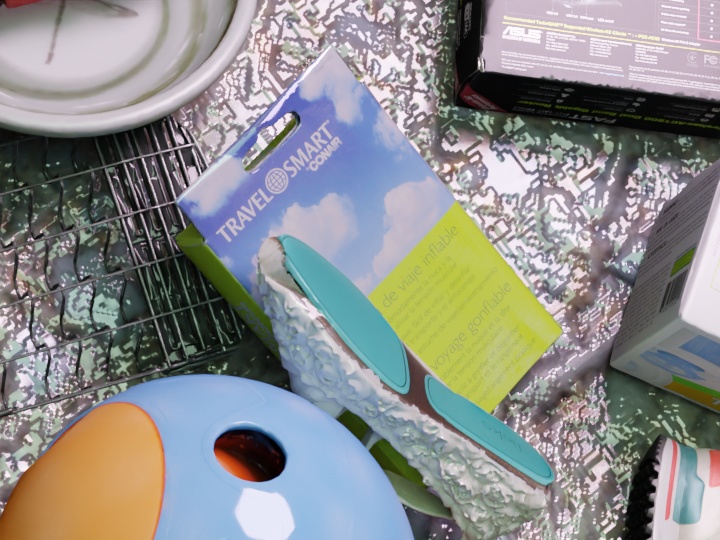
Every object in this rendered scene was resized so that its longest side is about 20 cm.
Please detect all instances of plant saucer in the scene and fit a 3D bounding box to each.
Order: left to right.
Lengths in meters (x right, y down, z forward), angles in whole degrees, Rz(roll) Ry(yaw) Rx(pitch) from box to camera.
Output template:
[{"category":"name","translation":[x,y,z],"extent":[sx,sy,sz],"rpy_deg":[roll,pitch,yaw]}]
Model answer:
[{"category":"plant saucer","translation":[-0.153,-0.142,1.164],"extent":[0.198,0.050,0.201],"rpy_deg":[4,58,-6]}]

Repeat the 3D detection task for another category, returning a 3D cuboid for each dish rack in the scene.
[{"category":"dish rack","translation":[-0.162,0.002,1.142],"extent":[0.199,0.055,0.154],"rpy_deg":[-16,82,-17]}]

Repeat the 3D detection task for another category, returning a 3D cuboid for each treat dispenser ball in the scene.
[{"category":"treat dispenser ball","translation":[-0.072,0.149,1.033],"extent":[0.199,0.201,0.202],"rpy_deg":[3,76,-11]}]

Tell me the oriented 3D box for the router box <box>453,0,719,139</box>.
[{"category":"router box","translation":[0.152,-0.158,1.243],"extent":[0.198,0.062,0.151],"rpy_deg":[7,75,-10]}]

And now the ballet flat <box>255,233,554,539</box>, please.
[{"category":"ballet flat","translation":[0.010,0.069,1.097],"extent":[0.200,0.072,0.072],"rpy_deg":[42,71,-18]}]

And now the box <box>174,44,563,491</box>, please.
[{"category":"box","translation":[0.000,0.000,1.147],"extent":[0.122,0.048,0.200],"rpy_deg":[-46,109,-18]}]

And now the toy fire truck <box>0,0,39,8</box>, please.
[{"category":"toy fire truck","translation":[-0.144,-0.210,1.149],"extent":[0.199,0.049,0.142],"rpy_deg":[-16,62,-17]}]

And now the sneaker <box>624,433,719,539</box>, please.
[{"category":"sneaker","translation":[0.182,0.187,1.159],"extent":[0.093,0.070,0.201],"rpy_deg":[8,72,-4]}]

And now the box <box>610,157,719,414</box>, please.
[{"category":"box","translation":[0.251,0.033,1.191],"extent":[0.199,0.113,0.102],"rpy_deg":[23,71,-6]}]
